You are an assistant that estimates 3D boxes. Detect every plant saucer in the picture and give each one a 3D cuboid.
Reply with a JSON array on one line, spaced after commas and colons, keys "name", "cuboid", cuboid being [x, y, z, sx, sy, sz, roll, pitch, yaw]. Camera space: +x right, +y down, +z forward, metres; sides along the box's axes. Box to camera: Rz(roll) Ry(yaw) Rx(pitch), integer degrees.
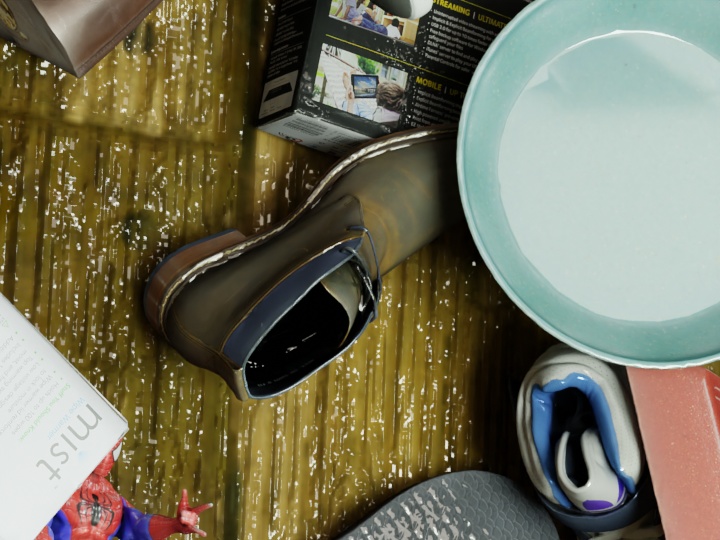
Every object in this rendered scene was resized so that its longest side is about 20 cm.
[{"name": "plant saucer", "cuboid": [0.202, 0.144, 1.248, 0.200, 0.036, 0.201, 30, 46, -62]}, {"name": "plant saucer", "cuboid": [0.142, -0.049, 1.209, 0.198, 0.036, 0.202, 1, 81, -8]}]

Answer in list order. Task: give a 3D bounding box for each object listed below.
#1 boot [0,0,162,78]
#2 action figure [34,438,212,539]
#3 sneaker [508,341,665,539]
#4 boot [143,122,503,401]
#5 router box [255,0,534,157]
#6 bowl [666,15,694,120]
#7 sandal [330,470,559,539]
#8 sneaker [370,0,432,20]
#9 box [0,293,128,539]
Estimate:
[{"name": "boot", "cuboid": [-0.130, -0.214, 1.190, 0.200, 0.064, 0.187, -37, 86, -14]}, {"name": "action figure", "cuboid": [-0.129, 0.166, 1.132, 0.065, 0.099, 0.202, 16, 75, -27]}, {"name": "sneaker", "cuboid": [0.131, 0.133, 1.241, 0.146, 0.080, 0.202, 2, 73, -67]}, {"name": "boot", "cuboid": [0.000, 0.000, 1.187, 0.199, 0.097, 0.075, -29, 124, -11]}, {"name": "router box", "cuboid": [0.054, -0.118, 1.278, 0.199, 0.051, 0.150, 18, 75, -25]}, {"name": "bowl", "cuboid": [0.227, -0.091, 1.328, 0.199, 0.105, 0.203, -2, 95, -24]}, {"name": "sandal", "cuboid": [0.009, 0.156, 1.238, 0.199, 0.043, 0.077, -18, 84, -24]}, {"name": "sneaker", "cuboid": [-0.059, -0.173, 1.145, 0.099, 0.071, 0.200, -44, 95, -15]}, {"name": "box", "cuboid": [-0.235, 0.083, 1.080, 0.177, 0.096, 0.200, 46, 66, -17]}]
